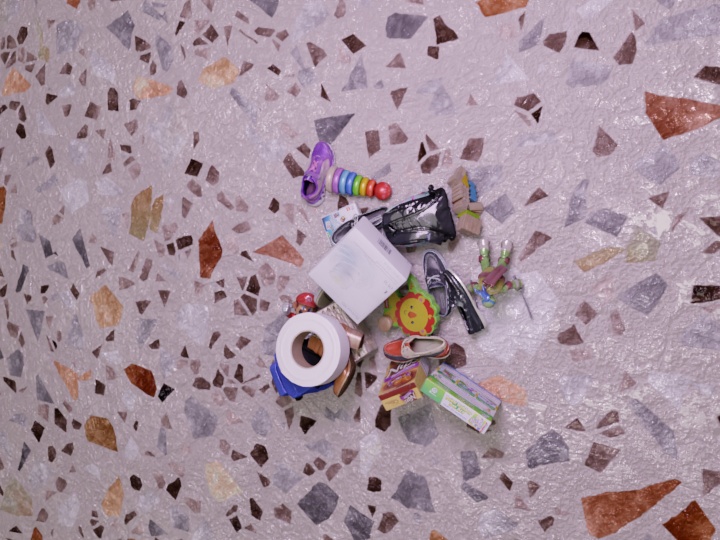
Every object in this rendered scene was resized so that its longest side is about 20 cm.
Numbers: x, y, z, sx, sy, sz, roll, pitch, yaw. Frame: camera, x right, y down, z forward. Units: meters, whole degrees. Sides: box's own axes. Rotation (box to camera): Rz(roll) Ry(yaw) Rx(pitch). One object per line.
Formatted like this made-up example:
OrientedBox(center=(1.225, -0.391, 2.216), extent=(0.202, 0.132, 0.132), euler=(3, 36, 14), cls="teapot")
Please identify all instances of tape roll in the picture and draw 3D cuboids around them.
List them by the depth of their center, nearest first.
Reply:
OrientedBox(center=(-0.134, 0.219, 1.542), extent=(0.200, 0.071, 0.205), euler=(-2, 84, 21), cls="tape roll")

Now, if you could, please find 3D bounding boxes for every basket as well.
OrientedBox(center=(-0.050, 0.193, 1.685), extent=(0.123, 0.135, 0.201), euler=(-32, 82, 16), cls="basket")

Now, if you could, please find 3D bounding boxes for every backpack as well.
OrientedBox(center=(0.162, -0.136, 1.584), extent=(0.198, 0.126, 0.169), euler=(-15, 86, 14), cls="backpack")
OrientedBox(center=(-0.166, 0.297, 1.700), extent=(0.167, 0.199, 0.164), euler=(-26, 76, 26), cls="backpack")

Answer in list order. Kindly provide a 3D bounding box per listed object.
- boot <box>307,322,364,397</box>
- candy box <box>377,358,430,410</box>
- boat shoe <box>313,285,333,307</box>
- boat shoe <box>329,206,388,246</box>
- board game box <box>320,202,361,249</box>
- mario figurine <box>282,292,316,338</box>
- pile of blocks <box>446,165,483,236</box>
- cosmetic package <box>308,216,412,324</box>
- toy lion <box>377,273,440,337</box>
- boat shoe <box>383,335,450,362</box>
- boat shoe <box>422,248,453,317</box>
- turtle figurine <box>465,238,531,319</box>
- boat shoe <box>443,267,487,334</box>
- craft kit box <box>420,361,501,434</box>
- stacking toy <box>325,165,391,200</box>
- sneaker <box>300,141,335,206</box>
OrientedBox(center=(-0.085, 0.246, 1.593), extent=(0.153, 0.074, 0.202), euler=(17, 85, 15), cls="boot")
OrientedBox(center=(0.127, 0.306, 1.582), extent=(0.116, 0.200, 0.057), euler=(-26, 100, 20), cls="candy box")
OrientedBox(center=(-0.083, 0.017, 1.675), extent=(0.068, 0.075, 0.201), euler=(29, 81, 37), cls="boat shoe")
OrientedBox(center=(-0.002, -0.130, 1.642), extent=(0.198, 0.068, 0.074), euler=(-22, 77, -4), cls="boat shoe")
OrientedBox(center=(-0.034, -0.092, 1.714), extent=(0.125, 0.035, 0.202), euler=(-20, 85, 20), cls="board game box")
OrientedBox(center=(-0.191, 0.165, 1.748), extent=(0.106, 0.123, 0.202), euler=(31, 108, 30), cls="mario figurine")
OrientedBox(center=(0.293, -0.190, 1.577), extent=(0.062, 0.081, 0.202), euler=(155, 110, -63), cls="pile of blocks")
OrientedBox(center=(0.000, 0.000, 1.541), extent=(0.199, 0.123, 0.200), euler=(45, 114, -5), cls="cosmetic package")
OrientedBox(center=(0.137, 0.099, 1.614), extent=(0.190, 0.068, 0.202), euler=(-5, 98, 35), cls="toy lion")
OrientedBox(center=(0.152, 0.217, 1.565), extent=(0.198, 0.063, 0.072), euler=(-4, 62, 23), cls="boat shoe")
OrientedBox(center=(0.218, 0.036, 1.604), extent=(0.071, 0.068, 0.202), euler=(-12, 89, 21), cls="boat shoe")
OrientedBox(center=(0.369, 0.023, 1.542), extent=(0.143, 0.199, 0.196), euler=(-10, 64, 49), cls="turtle figurine")
OrientedBox(center=(0.278, 0.091, 1.559), extent=(0.066, 0.074, 0.200), euler=(-32, 97, -4), cls="boat shoe")
OrientedBox(center=(0.280, 0.343, 1.528), extent=(0.199, 0.197, 0.049), euler=(33, 102, 17), cls="craft kit box")
OrientedBox(center=(-0.001, -0.258, 1.676), extent=(0.198, 0.085, 0.086), euler=(14, 98, 14), cls="stacking toy")
OrientedBox(center=(-0.139, -0.300, 1.717), extent=(0.080, 0.088, 0.202), euler=(17, 98, 21), cls="sneaker")
